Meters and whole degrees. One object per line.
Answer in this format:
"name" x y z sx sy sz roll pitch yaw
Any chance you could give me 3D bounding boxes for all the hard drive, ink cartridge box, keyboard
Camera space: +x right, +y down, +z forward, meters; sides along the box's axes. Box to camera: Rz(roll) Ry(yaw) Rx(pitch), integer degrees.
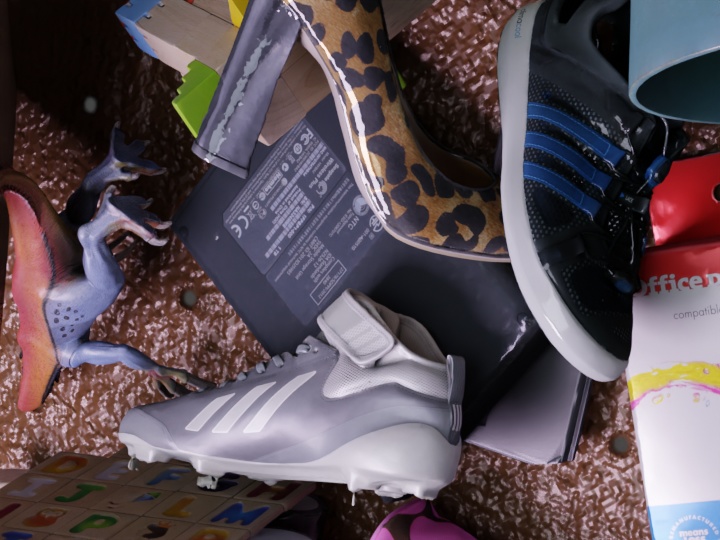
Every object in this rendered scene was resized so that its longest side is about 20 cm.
"hard drive" 0.000 0.000 1.158 0.200 0.033 0.140 51 118 22
"ink cartridge box" 0.188 0.042 1.059 0.116 0.067 0.201 -10 90 29
"keyboard" 0.074 -0.008 1.141 0.127 0.021 0.201 17 101 29

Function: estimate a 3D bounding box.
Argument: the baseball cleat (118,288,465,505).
"baseball cleat" -0.032 0.061 1.134 0.200 0.070 0.107 4 81 30

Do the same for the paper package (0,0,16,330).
"paper package" -0.237 -0.083 1.162 0.103 0.200 0.191 1 59 -3

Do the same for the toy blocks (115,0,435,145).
"toy blocks" -0.032 -0.146 1.128 0.200 0.100 0.137 -41 33 -10

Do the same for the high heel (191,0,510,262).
"high heel" 0.036 -0.087 1.049 0.200 0.071 0.143 19 104 -17

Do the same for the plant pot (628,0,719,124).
"plant pot" 0.208 -0.161 0.963 0.200 0.200 0.161 -9 80 29

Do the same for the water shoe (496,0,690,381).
"water shoe" 0.110 -0.049 1.034 0.079 0.071 0.201 -22 58 28

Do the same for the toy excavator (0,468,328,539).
"toy excavator" -0.122 0.157 1.212 0.199 0.194 0.100 10 101 -1

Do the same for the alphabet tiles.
"alphabet tiles" -0.127 0.127 1.165 0.166 0.200 0.006 3 108 29

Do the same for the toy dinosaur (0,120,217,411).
"toy dinosaur" -0.167 0.007 1.206 0.182 0.200 0.105 -49 46 29

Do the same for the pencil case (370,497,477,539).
"pencil case" 0.077 0.198 1.121 0.200 0.094 0.091 35 110 22
